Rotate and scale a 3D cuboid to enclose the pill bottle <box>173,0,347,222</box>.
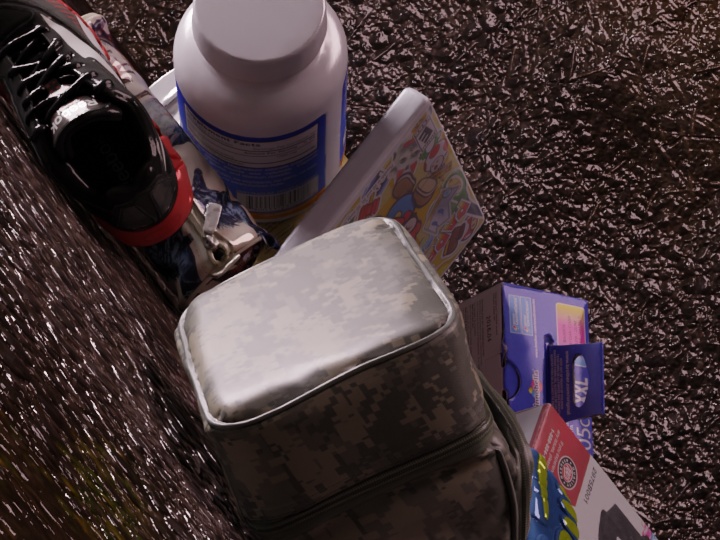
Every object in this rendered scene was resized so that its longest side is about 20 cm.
[{"bbox_3d":[-0.064,-0.121,1.598,0.112,0.112,0.200,52,-16,20],"label":"pill bottle"}]

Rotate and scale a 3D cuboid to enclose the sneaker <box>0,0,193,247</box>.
[{"bbox_3d":[-0.176,-0.105,1.489,0.201,0.071,0.098,53,-1,8],"label":"sneaker"}]

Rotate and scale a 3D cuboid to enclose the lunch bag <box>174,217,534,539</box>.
[{"bbox_3d":[0.003,0.087,1.223,0.200,0.139,0.168,-124,-169,-69],"label":"lunch bag"}]

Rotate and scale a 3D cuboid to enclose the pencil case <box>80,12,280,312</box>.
[{"bbox_3d":[-0.140,-0.069,1.575,0.200,0.078,0.089,52,-24,4],"label":"pencil case"}]

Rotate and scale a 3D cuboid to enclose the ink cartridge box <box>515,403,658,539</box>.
[{"bbox_3d":[0.123,0.206,1.521,0.200,0.083,0.146,50,39,-24],"label":"ink cartridge box"}]

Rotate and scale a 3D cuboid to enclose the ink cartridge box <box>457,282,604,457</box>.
[{"bbox_3d":[0.088,0.094,1.660,0.076,0.137,0.200,10,-21,-27],"label":"ink cartridge box"}]

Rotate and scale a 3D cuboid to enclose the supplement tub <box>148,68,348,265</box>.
[{"bbox_3d":[-0.072,-0.043,1.752,0.200,0.145,0.145,52,2,19],"label":"supplement tub"}]

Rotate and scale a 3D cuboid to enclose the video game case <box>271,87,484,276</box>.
[{"bbox_3d":[0.000,0.000,1.638,0.023,0.200,0.182,32,-13,26],"label":"video game case"}]

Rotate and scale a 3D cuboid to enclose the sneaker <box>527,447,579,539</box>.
[{"bbox_3d":[0.068,0.168,1.291,0.071,0.083,0.200,51,21,-18],"label":"sneaker"}]
